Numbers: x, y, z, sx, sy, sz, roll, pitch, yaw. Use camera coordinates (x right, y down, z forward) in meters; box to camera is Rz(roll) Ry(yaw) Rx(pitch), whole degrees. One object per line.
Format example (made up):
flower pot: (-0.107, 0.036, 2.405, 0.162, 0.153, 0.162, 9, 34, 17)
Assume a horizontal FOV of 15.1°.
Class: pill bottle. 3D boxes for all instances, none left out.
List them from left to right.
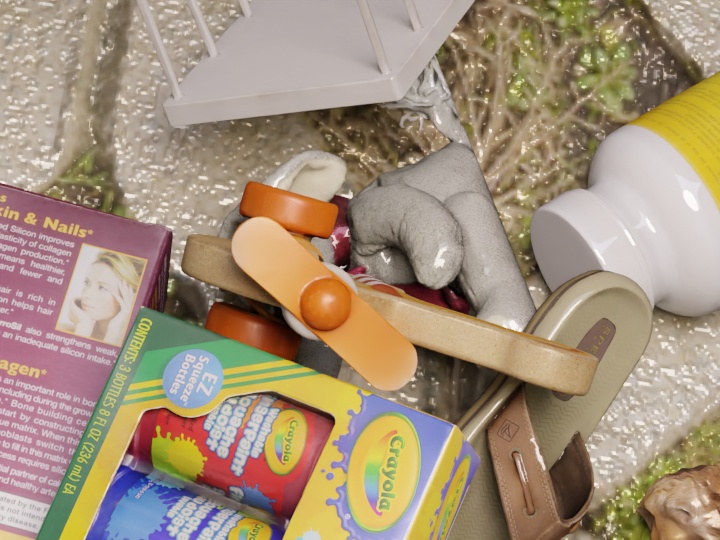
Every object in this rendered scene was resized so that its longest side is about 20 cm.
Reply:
pill bottle: (0.195, -0.044, 1.468, 0.200, 0.112, 0.112, -29, 72, -19)

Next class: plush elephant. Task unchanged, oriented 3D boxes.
plush elephant: (0.000, 0.000, 1.401, 0.155, 0.165, 0.200, -22, 79, 3)

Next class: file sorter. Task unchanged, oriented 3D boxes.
file sorter: (-0.022, -0.183, 1.431, 0.138, 0.125, 0.200, -5, 30, 29)

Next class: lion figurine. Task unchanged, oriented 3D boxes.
lion figurine: (0.239, 0.128, 1.369, 0.123, 0.200, 0.073, 48, 45, -11)

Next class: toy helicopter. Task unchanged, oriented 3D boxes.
toy helicopter: (0.012, 0.018, 1.248, 0.200, 0.132, 0.079, 17, 91, 10)

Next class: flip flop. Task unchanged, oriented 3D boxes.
flip flop: (0.086, 0.093, 1.296, 0.058, 0.081, 0.200, 25, 79, 48)

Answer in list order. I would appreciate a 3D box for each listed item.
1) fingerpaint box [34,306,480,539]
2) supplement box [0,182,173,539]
fingerpaint box: (-0.061, 0.140, 1.244, 0.167, 0.073, 0.200, 21, 78, 18)
supplement box: (-0.183, 0.067, 1.373, 0.131, 0.103, 0.200, 15, 65, 2)
